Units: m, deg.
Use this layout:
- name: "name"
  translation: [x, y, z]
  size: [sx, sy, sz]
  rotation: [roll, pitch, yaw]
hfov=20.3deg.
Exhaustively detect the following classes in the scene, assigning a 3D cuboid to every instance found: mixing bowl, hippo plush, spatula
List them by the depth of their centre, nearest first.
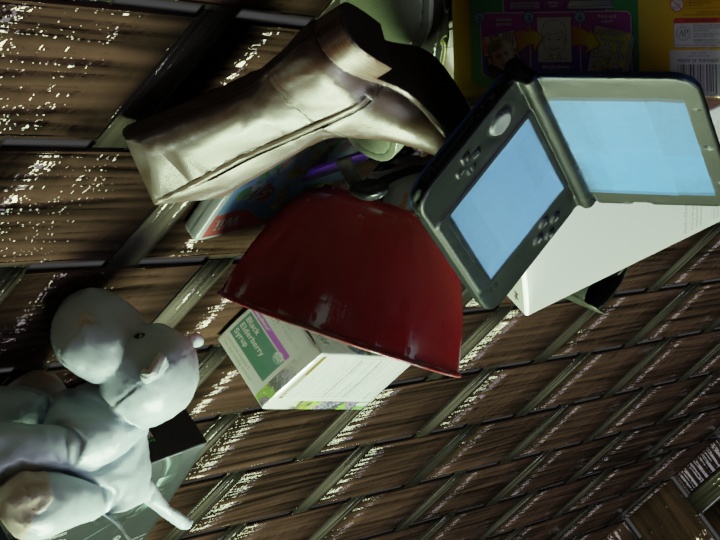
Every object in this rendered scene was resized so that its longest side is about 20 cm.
- name: "spatula"
  translation: [-0.004, -0.067, 1.454]
  size: [0.056, 0.021, 0.200]
  rotation: [-19, -167, -7]
- name: "hippo plush"
  translation: [-0.195, 0.109, 1.497]
  size: [0.161, 0.199, 0.159]
  rotation: [-54, 176, 25]
- name: "mixing bowl"
  translation: [0.000, 0.000, 1.548]
  size: [0.200, 0.198, 0.109]
  rotation: [21, 88, -67]

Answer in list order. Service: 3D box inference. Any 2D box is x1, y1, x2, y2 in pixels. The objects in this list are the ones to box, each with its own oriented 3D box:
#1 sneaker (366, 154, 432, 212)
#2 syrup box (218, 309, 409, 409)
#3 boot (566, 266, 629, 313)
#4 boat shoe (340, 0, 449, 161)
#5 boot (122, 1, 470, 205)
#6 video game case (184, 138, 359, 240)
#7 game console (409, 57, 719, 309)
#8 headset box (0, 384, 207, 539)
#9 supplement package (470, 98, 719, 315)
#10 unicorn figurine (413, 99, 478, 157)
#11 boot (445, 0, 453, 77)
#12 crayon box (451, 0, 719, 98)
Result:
- name: "sneaker"
  translation: [0.062, -0.075, 1.689]
  size: [0.200, 0.079, 0.074]
  rotation: [-24, 130, -68]
- name: "syrup box"
  translation: [-0.036, 0.071, 1.816]
  size: [0.081, 0.079, 0.200]
  rotation: [-42, 160, 19]
- name: "boot"
  translation: [0.197, -0.061, 1.728]
  size: [0.077, 0.138, 0.201]
  rotation: [32, 82, -48]
- name: "boat shoe"
  translation: [0.028, -0.167, 1.389]
  size: [0.061, 0.071, 0.202]
  rotation: [-42, 156, -35]
- name: "boot"
  translation: [-0.039, -0.085, 1.359]
  size: [0.199, 0.065, 0.186]
  rotation: [-29, 136, 25]
- name: "video game case"
  translation: [-0.034, -0.102, 1.515]
  size: [0.142, 0.018, 0.200]
  rotation: [-15, 152, -47]
- name: "game console"
  translation: [0.147, -0.049, 1.359]
  size: [0.171, 0.118, 0.200]
  rotation: [-51, 151, -7]
- name: "headset box"
  translation: [-0.245, 0.181, 1.693]
  size: [0.173, 0.093, 0.200]
  rotation: [-19, 154, -40]
- name: "supplement package"
  translation: [0.176, -0.079, 1.562]
  size: [0.199, 0.121, 0.121]
  rotation: [-26, 135, -17]
- name: "unicorn figurine"
  translation: [0.128, -0.150, 1.621]
  size: [0.198, 0.075, 0.137]
  rotation: [-22, 163, 9]
- name: "boot"
  translation: [0.133, -0.214, 1.482]
  size: [0.200, 0.070, 0.146]
  rotation: [-49, 148, 0]
- name: "crayon box"
  translation: [0.160, -0.178, 1.357]
  size: [0.198, 0.120, 0.058]
  rotation: [2, -168, 23]
